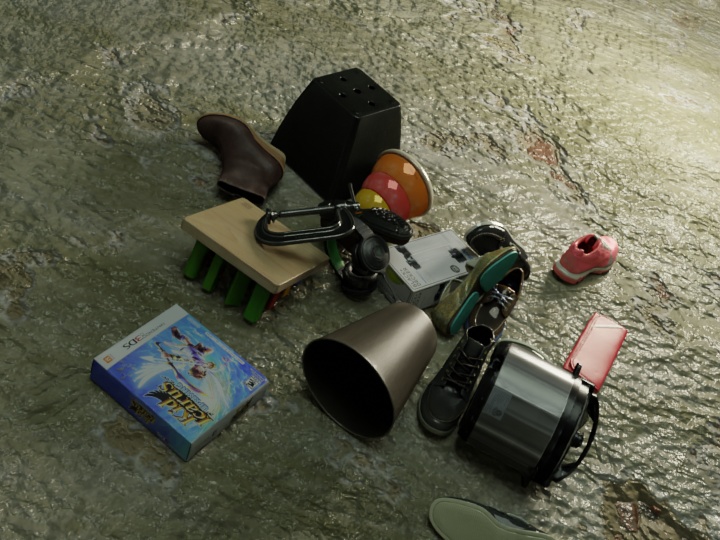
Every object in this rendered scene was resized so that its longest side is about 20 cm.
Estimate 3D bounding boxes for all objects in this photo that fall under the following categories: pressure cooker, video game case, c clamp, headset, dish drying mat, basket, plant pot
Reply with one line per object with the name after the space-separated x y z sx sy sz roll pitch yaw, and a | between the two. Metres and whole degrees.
0.267 0.228 1.584 0.197 0.178 0.179 25 42 9 | pressure cooker
-0.265 0.159 1.503 0.199 0.046 0.181 36 42 15 | video game case
-0.089 -0.088 1.739 0.196 0.028 0.172 -9 33 -12 | c clamp
0.000 0.000 1.759 0.093 0.124 0.200 -29 68 -38 | headset
0.437 0.147 1.885 0.076 0.018 0.200 33 40 10 | dish drying mat
0.028 0.140 1.604 0.180 0.136 0.200 45 38 7 | basket
-0.030 -0.281 2.016 0.198 0.179 0.199 -22 57 -43 | plant pot

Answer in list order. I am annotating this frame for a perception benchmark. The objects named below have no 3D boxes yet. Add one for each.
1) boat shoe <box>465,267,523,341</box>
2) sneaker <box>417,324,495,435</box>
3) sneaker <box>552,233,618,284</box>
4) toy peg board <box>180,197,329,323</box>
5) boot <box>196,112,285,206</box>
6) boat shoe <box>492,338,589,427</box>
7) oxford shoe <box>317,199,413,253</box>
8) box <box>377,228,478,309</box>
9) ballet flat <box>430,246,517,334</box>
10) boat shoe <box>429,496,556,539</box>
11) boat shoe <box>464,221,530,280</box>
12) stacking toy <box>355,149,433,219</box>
0.246 0.057 1.849 0.071 0.073 0.201 28 39 6 | boat shoe
0.154 0.170 1.647 0.074 0.107 0.201 26 39 5 | sneaker
0.474 -0.038 2.059 0.198 0.088 0.074 -24 58 -42 | sneaker
-0.188 -0.014 1.720 0.198 0.099 0.199 34 24 13 | toy peg board
-0.241 -0.212 1.915 0.197 0.073 0.167 26 37 -2 | boot
0.304 0.192 1.725 0.201 0.073 0.060 38 36 12 | boat shoe
0.012 -0.068 1.818 0.197 0.086 0.072 16 28 37 | oxford shoe
0.124 0.001 1.863 0.198 0.061 0.117 -16 52 -38 | box
0.196 0.023 1.805 0.070 0.071 0.201 38 82 19 | ballet flat
0.193 0.381 1.476 0.196 0.073 0.068 19 2 6 | boat shoe
0.262 -0.032 1.916 0.199 0.073 0.061 32 33 -52 | boat shoe
0.030 -0.124 1.930 0.146 0.147 0.199 39 58 20 | stacking toy
